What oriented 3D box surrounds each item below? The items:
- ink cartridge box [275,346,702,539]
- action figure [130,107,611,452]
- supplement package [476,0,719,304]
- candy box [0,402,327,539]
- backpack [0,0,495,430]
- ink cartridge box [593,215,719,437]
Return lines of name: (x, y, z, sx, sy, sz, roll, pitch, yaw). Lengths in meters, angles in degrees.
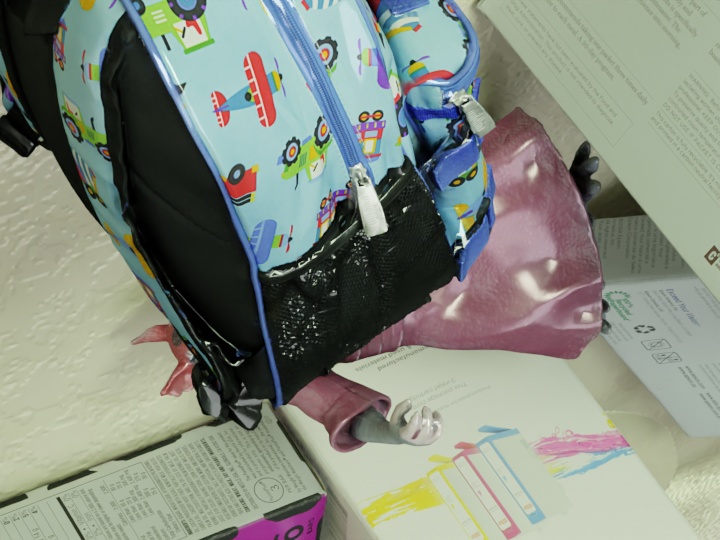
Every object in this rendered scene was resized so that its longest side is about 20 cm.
ink cartridge box: (0.063, 0.136, 1.286, 0.125, 0.200, 0.129, -24, 145, -18)
action figure: (0.000, 0.000, 1.188, 0.199, 0.135, 0.149, -16, -174, -9)
supplement package: (0.195, -0.098, 1.129, 0.200, 0.192, 0.147, -48, 146, 18)
candy box: (-0.118, 0.151, 1.264, 0.199, 0.061, 0.137, -20, 144, -24)
backpack: (-0.048, -0.078, 0.931, 0.134, 0.183, 0.200, -33, 149, -11)
ink cartridge box: (0.216, 0.024, 1.337, 0.199, 0.044, 0.196, -5, 155, 23)
